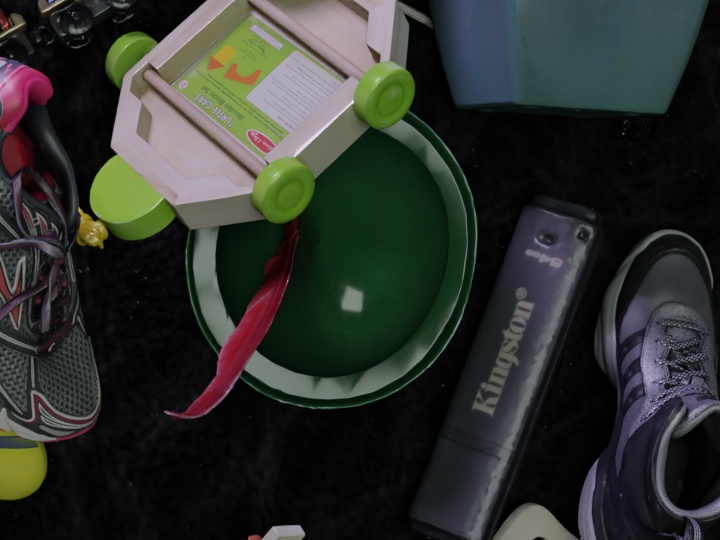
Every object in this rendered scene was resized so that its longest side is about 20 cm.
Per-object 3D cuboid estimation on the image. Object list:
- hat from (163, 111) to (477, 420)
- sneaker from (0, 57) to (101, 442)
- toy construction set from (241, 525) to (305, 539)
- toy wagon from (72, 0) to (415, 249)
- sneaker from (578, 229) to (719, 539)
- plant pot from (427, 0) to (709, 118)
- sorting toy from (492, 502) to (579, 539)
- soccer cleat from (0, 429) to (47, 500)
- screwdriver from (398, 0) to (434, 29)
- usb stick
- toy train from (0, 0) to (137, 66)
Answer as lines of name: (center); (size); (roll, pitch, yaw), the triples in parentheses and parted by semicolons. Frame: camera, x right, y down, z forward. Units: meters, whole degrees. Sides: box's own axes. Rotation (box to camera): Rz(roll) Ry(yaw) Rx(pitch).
hat: (0.000, 0.000, 0.927); (0.164, 0.176, 0.202); (21, 85, -13)
sneaker: (-0.164, -0.005, 0.877); (0.074, 0.081, 0.202); (0, 121, 26)
toy construction set: (-0.049, 0.233, 0.928); (0.091, 0.132, 0.201); (2, 46, -24)
toy wagon: (-0.070, -0.080, 0.935); (0.200, 0.155, 0.040); (-44, 141, -8)
sneaker: (0.177, 0.066, 0.994); (0.075, 0.114, 0.202); (15, 72, -14)
plant pot: (0.111, -0.184, 0.976); (0.140, 0.141, 0.203); (1, 93, -19)
sorting toy: (0.114, 0.230, 1.004); (0.198, 0.107, 0.182); (24, 73, -4)
soccer cleat: (-0.225, 0.056, 0.895); (0.064, 0.084, 0.201); (-24, 124, 16)
screwdriver: (0.009, -0.150, 1.009); (0.199, 0.028, 0.029); (29, 40, -14)
usb stick: (0.081, 0.057, 1.015); (0.033, 0.055, 0.202); (29, 81, -51)
toy train: (-0.196, -0.115, 0.954); (0.199, 0.034, 0.046); (-32, 85, -11)
